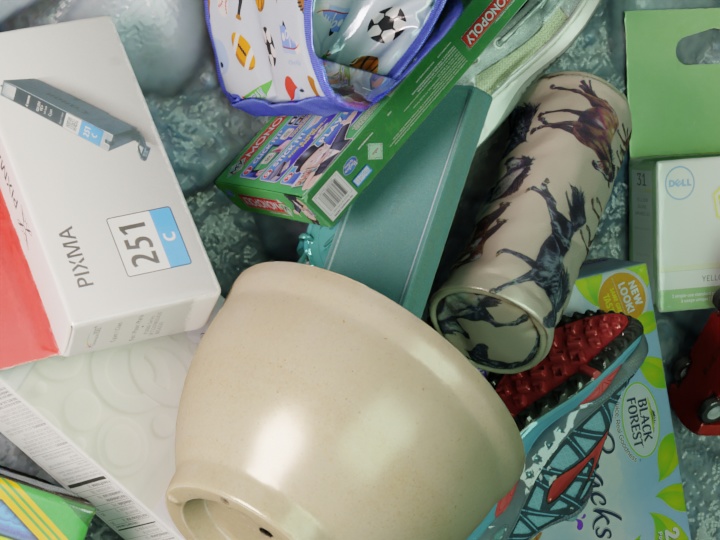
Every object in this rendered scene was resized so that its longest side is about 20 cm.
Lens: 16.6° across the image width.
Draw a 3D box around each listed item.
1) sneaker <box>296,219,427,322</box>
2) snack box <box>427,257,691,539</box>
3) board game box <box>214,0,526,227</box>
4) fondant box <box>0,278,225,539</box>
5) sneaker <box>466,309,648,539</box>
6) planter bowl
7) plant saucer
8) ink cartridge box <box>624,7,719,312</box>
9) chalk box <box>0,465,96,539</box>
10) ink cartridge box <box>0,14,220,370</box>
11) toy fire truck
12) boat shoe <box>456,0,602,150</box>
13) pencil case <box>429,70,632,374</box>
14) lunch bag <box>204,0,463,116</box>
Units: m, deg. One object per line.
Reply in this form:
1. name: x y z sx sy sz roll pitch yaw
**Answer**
1. sneaker: 0.000 0.000 1.506 0.080 0.200 0.078 -5 138 0
2. snack box: 0.117 0.106 1.608 0.169 0.068 0.200 -13 100 -22
3. board game box: 0.008 -0.113 1.508 0.029 0.135 0.200 46 76 -22
4. fondant box: -0.132 0.070 1.476 0.200 0.058 0.144 44 55 -21
5. sneaker: 0.112 0.112 1.542 0.200 0.079 0.096 -46 127 -11
6. planter bowl: -0.027 0.111 1.392 0.200 0.200 0.135 47 62 -19
7. plant saucer: 0.022 -0.040 1.476 0.019 0.070 0.200 71 30 -48
8. ink cartridge box: 0.252 -0.077 1.667 0.145 0.048 0.200 -4 98 -23
9. chalk box: -0.276 0.154 1.408 0.200 0.125 0.124 21 85 -22
10. ink cartridge box: -0.196 -0.043 1.417 0.176 0.045 0.200 -13 65 -23
11. toy fire truck: 0.305 0.028 1.648 0.141 0.049 0.200 2 129 -30
12. boat shoe: 0.091 -0.154 1.577 0.065 0.074 0.202 41 87 -17
13. pencil case: 0.105 -0.030 1.545 0.078 0.089 0.200 43 53 -26
14. lunch bag: -0.016 -0.189 1.475 0.124 0.170 0.200 15 86 -25
